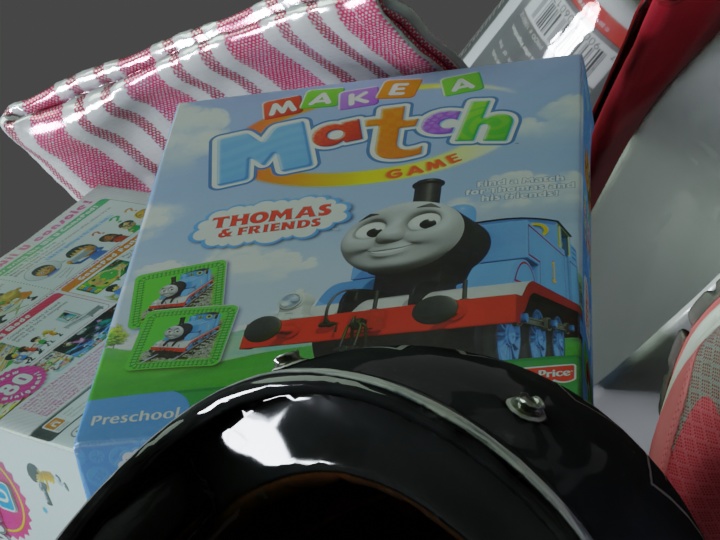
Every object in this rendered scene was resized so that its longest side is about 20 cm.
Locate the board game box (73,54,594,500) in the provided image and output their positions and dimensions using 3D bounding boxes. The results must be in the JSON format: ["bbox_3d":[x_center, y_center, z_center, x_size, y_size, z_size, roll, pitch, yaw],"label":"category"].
[{"bbox_3d":[0.000,0.000,0.708,0.200,0.151,0.037,-82,-18,-56],"label":"board game box"}]

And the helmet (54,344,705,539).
[{"bbox_3d":[0.003,0.118,0.552,0.191,0.200,0.200,-45,2,-23],"label":"helmet"}]

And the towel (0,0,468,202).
[{"bbox_3d":[-0.031,-0.038,0.858,0.200,0.146,0.030,-16,42,35],"label":"towel"}]

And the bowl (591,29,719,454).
[{"bbox_3d":[0.135,-0.012,0.729,0.200,0.075,0.200,-60,9,-32],"label":"bowl"}]

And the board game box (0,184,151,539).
[{"bbox_3d":[-0.072,0.040,0.781,0.200,0.064,0.148,12,39,42],"label":"board game box"}]

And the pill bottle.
[{"bbox_3d":[0.101,-0.083,1.119,0.200,0.116,0.116,-51,8,35],"label":"pill bottle"}]

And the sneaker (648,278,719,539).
[{"bbox_3d":[0.135,0.025,0.556,0.200,0.074,0.087,-51,10,33],"label":"sneaker"}]

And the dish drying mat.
[{"bbox_3d":[0.121,-0.080,0.856,0.077,0.018,0.200,-36,-15,-18],"label":"dish drying mat"}]
